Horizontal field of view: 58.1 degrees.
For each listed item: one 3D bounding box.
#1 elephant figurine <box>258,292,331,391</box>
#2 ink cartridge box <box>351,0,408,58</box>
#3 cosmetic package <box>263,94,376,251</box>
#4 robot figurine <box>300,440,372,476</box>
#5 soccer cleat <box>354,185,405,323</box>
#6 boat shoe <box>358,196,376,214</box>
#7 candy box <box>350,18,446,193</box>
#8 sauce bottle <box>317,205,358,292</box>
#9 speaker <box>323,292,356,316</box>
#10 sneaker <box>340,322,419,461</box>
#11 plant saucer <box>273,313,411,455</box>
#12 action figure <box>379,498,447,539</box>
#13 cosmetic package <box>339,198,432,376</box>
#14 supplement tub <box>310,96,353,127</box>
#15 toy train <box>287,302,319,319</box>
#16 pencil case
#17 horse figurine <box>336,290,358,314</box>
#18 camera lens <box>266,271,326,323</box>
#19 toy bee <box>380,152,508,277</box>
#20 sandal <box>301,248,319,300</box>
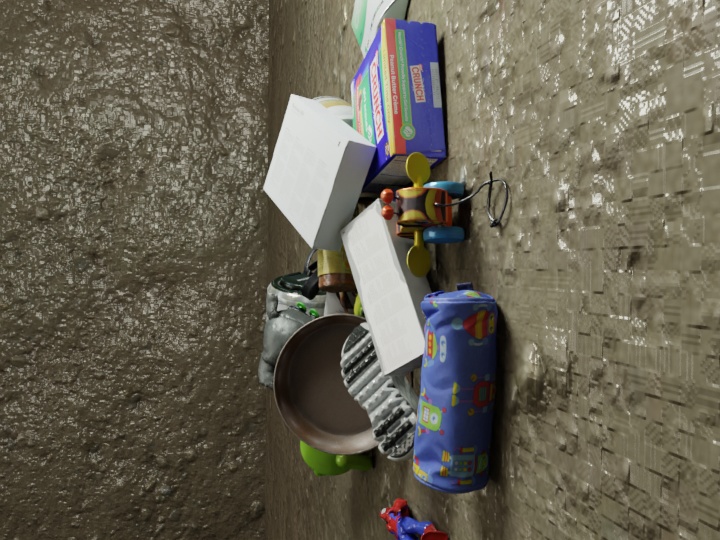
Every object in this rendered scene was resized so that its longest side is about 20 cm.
[{"bbox_3d":[-0.051,0.139,1.012,0.155,0.196,0.144,42,-119,-60],"label":"elephant figurine"},{"bbox_3d":[0.034,-0.433,0.986,0.163,0.049,0.203,-104,18,-45],"label":"ink cartridge box"},{"bbox_3d":[-0.064,-0.142,0.911,0.200,0.051,0.153,48,126,49],"label":"cosmetic package"},{"bbox_3d":[-0.047,0.278,1.142,0.177,0.113,0.203,-115,26,-45],"label":"robot figurine"},{"bbox_3d":[0.032,-0.021,0.909,0.084,0.064,0.204,46,125,52],"label":"soccer cleat"},{"bbox_3d":[-0.004,-0.084,1.085,0.200,0.071,0.074,-153,63,-66],"label":"boat shoe"},{"bbox_3d":[0.044,-0.209,0.873,0.200,0.075,0.173,154,114,-74],"label":"candy box"},{"bbox_3d":[-0.033,-0.072,0.951,0.066,0.064,0.205,144,126,-73],"label":"sauce bottle"},{"bbox_3d":[-0.029,0.096,1.154,0.082,0.079,0.204,-111,25,-56],"label":"speaker"},{"bbox_3d":[0.035,0.158,0.840,0.075,0.081,0.202,-39,51,18],"label":"sneaker"},{"bbox_3d":[-0.025,0.160,0.923,0.032,0.195,0.205,-65,-23,-83],"label":"plant saucer"},{"bbox_3d":[0.061,0.345,0.858,0.200,0.050,0.067,149,117,-77],"label":"action figure"},{"bbox_3d":[0.041,0.021,0.809,0.082,0.050,0.204,-33,64,37],"label":"cosmetic package"},{"bbox_3d":[-0.042,-0.208,1.086,0.200,0.141,0.148,-122,35,-66],"label":"supplement tub"},{"bbox_3d":[-0.050,0.117,1.102,0.198,0.042,0.057,27,135,27],"label":"toy train"},{"bbox_3d":[0.093,0.116,0.657,0.086,0.077,0.205,7,97,46],"label":"pencil case"},{"bbox_3d":[0.000,0.000,1.000,0.200,0.049,0.134,-40,74,50],"label":"horse figurine"},{"bbox_3d":[-0.119,0.115,1.358,0.160,0.156,0.205,-132,44,-69],"label":"camera lens"},{"bbox_3d":[0.067,-0.074,0.716,0.201,0.106,0.134,116,153,-60],"label":"toy bee"},{"bbox_3d":[-0.066,-0.020,1.106,0.077,0.042,0.201,-61,2,36],"label":"sandal"}]
